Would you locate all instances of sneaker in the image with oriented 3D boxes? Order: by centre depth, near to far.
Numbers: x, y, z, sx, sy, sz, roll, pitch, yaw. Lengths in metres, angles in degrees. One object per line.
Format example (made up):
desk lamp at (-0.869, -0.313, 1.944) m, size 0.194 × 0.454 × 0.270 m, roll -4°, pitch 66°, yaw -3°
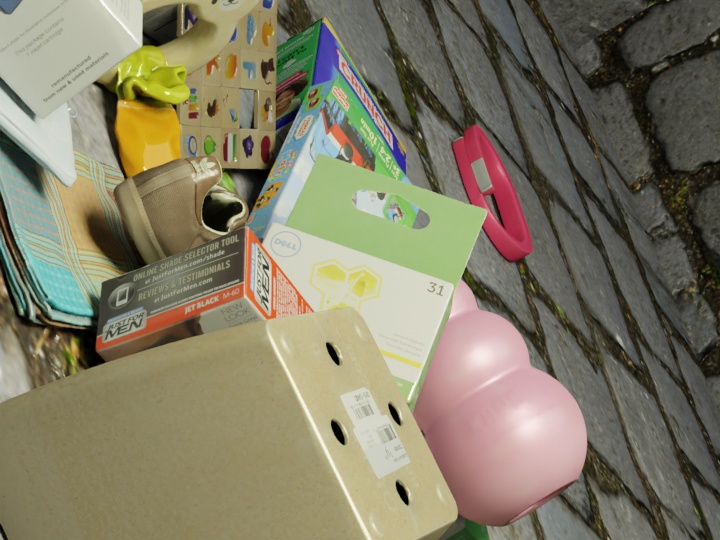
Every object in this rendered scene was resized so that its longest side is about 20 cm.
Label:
sneaker at (-0.104, -0.014, 1.279) m, size 0.200 × 0.075 × 0.071 m, roll 61°, pitch 5°, yaw -65°

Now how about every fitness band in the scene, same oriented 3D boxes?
fitness band at (0.175, -0.102, 2.441) m, size 0.144 × 0.037 × 0.201 m, roll 50°, pitch 21°, yaw -45°

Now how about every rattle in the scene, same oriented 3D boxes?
rattle at (-0.111, -0.166, 1.342) m, size 0.130 × 0.199 × 0.144 m, roll 44°, pitch 24°, yaw -46°

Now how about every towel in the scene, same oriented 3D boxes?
towel at (-0.185, -0.025, 1.205) m, size 0.148 × 0.022 × 0.200 m, roll 67°, pitch 16°, yaw 16°

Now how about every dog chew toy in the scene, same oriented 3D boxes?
dog chew toy at (0.082, 0.088, 1.380) m, size 0.201 × 0.124 × 0.124 m, roll 59°, pitch 15°, yaw 12°

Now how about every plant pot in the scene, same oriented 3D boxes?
plant pot at (-0.065, 0.122, 1.023) m, size 0.201 × 0.176 × 0.199 m, roll 62°, pitch 20°, yaw 9°

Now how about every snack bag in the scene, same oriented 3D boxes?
snack bag at (-0.251, -0.158, 1.185) m, size 0.189 × 0.021 × 0.201 m, roll 44°, pitch 19°, yaw -40°

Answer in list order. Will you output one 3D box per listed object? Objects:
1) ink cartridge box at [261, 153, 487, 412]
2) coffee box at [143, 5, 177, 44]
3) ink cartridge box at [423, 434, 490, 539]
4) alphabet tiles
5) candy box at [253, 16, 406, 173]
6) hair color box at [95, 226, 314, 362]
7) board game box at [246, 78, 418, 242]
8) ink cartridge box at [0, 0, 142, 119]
ink cartridge box at (0.000, 0.000, 1.338) m, size 0.048 × 0.144 × 0.201 m, roll 97°, pitch 14°, yaw -59°
coffee box at (-0.173, -0.265, 1.533) m, size 0.200 × 0.079 × 0.114 m, roll 26°, pitch 39°, yaw -64°
ink cartridge box at (0.011, 0.136, 1.435) m, size 0.200 × 0.084 × 0.147 m, roll 46°, pitch 23°, yaw -44°
alphabet tiles at (-0.109, -0.186, 1.529) m, size 0.167 × 0.007 × 0.202 m, roll -5°, pitch 96°, yaw -66°
candy box at (-0.025, -0.121, 1.763) m, size 0.170 × 0.077 × 0.201 m, roll 56°, pitch 17°, yaw -25°
hair color box at (-0.073, 0.070, 1.198) m, size 0.200 × 0.110 × 0.064 m, roll 53°, pitch 25°, yaw -41°
board game box at (-0.023, -0.042, 1.588) m, size 0.152 × 0.036 × 0.201 m, roll 52°, pitch 42°, yaw -31°
ink cartridge box at (-0.231, -0.218, 1.165) m, size 0.200 × 0.087 × 0.146 m, roll 50°, pitch 15°, yaw -27°
